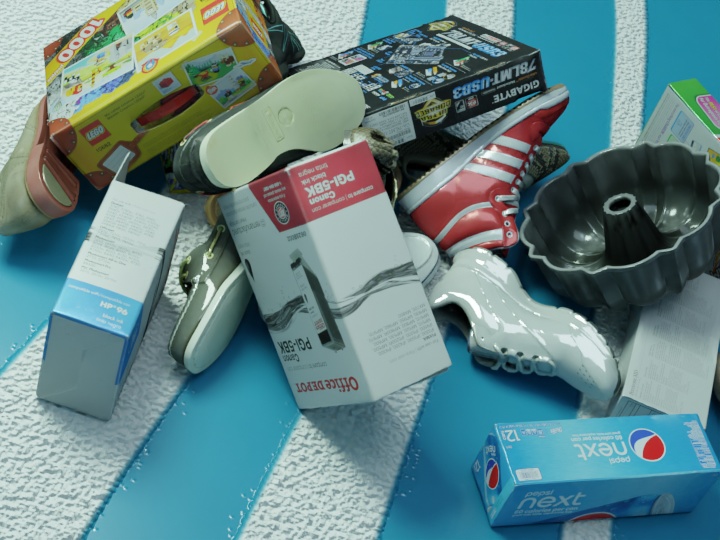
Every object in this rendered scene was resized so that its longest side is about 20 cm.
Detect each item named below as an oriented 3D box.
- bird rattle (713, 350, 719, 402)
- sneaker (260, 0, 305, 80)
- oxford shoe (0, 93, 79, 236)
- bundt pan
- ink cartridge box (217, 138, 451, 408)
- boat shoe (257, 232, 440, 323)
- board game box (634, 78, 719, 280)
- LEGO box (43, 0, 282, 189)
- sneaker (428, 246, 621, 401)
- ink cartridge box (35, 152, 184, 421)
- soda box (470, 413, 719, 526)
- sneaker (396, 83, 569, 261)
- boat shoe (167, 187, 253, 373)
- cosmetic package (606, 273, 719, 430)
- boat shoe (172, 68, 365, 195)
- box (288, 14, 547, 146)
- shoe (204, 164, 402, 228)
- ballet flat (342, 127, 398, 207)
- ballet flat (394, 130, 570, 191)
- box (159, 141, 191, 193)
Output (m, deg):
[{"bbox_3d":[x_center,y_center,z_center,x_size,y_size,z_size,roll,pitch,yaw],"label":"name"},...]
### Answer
[{"bbox_3d":[0.407,0.123,1.438,0.163,0.113,0.200,30,58,24],"label":"bird rattle"},{"bbox_3d":[-0.096,-0.238,1.536,0.075,0.079,0.200,-5,20,1],"label":"sneaker"},{"bbox_3d":[-0.296,-0.101,1.389,0.071,0.075,0.200,54,16,-25],"label":"oxford shoe"},{"bbox_3d":[0.258,-0.036,1.470,0.201,0.076,0.202,-17,35,12],"label":"bundt pan"},{"bbox_3d":[-0.024,0.008,1.269,0.083,0.147,0.200,-23,93,-29],"label":"ink cartridge box"},{"bbox_3d":[0.000,0.000,1.400,0.200,0.067,0.074,-24,60,-35],"label":"boat shoe"},{"bbox_3d":[0.349,-0.068,1.528,0.040,0.153,0.200,-15,56,-32],"label":"board game box"},{"bbox_3d":[-0.183,-0.188,1.389,0.200,0.077,0.149,-30,41,11],"label":"LEGO box"},{"bbox_3d":[0.147,0.064,1.403,0.200,0.075,0.087,34,58,21],"label":"sneaker"},{"bbox_3d":[-0.202,0.010,1.285,0.068,0.116,0.200,19,46,-3],"label":"ink cartridge box"},{"bbox_3d":[0.203,0.171,1.314,0.199,0.068,0.064,0,50,-20],"label":"soda box"},{"bbox_3d":[0.145,-0.087,1.483,0.200,0.071,0.113,-37,89,-6],"label":"sneaker"},{"bbox_3d":[-0.123,0.001,1.347,0.060,0.072,0.202,19,58,11],"label":"boat shoe"},{"bbox_3d":[0.290,0.076,1.444,0.082,0.051,0.200,24,45,0],"label":"cosmetic package"},{"bbox_3d":[-0.078,-0.124,1.339,0.201,0.063,0.074,-31,105,-38],"label":"boat shoe"},{"bbox_3d":[0.050,-0.187,1.510,0.198,0.050,0.200,-20,26,-16],"label":"box"},{"bbox_3d":[-0.057,-0.067,1.460,0.200,0.053,0.070,-12,88,-24],"label":"shoe"},{"bbox_3d":[0.016,-0.082,1.360,0.046,0.200,0.068,-3,76,5],"label":"ballet flat"},{"bbox_3d":[0.110,-0.103,1.546,0.199,0.068,0.075,10,68,-4],"label":"ballet flat"},{"bbox_3d":[-0.169,-0.171,1.495,0.064,0.070,0.200,-1,50,-23],"label":"box"}]
